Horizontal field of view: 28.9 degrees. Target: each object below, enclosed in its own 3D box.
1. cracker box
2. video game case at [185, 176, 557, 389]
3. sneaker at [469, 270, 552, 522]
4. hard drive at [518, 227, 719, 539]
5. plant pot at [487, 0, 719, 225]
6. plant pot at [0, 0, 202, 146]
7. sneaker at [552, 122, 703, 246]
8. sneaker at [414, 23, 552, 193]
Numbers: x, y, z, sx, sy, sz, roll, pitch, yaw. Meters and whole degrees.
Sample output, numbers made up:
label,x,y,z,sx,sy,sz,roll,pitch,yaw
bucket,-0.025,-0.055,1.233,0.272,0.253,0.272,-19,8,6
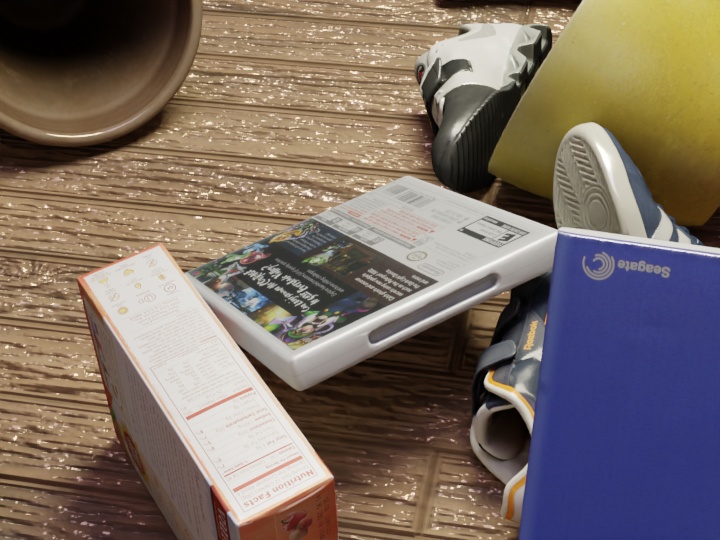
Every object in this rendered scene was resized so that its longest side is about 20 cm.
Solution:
label,x,y,z,sx,sy,sz,roll,pitch,yaw
cracker box,-0.080,0.099,0.753,0.057,0.135,0.200,-23,47,-20
video game case,0.000,0.000,0.864,0.180,0.024,0.200,-24,22,-18
sneaker,0.100,0.060,0.820,0.078,0.079,0.201,-3,44,-5
hard drive,0.153,0.088,0.714,0.130,0.203,0.025,8,10,13
plant pot,0.198,-0.112,0.935,0.141,0.201,0.200,34,52,7
plant pot,-0.238,-0.215,1.076,0.198,0.202,0.175,-19,28,-16
sneaker,0.187,-0.001,0.848,0.084,0.075,0.202,-18,80,-25
sneaker,0.073,-0.123,1.024,0.087,0.075,0.200,13,36,17
